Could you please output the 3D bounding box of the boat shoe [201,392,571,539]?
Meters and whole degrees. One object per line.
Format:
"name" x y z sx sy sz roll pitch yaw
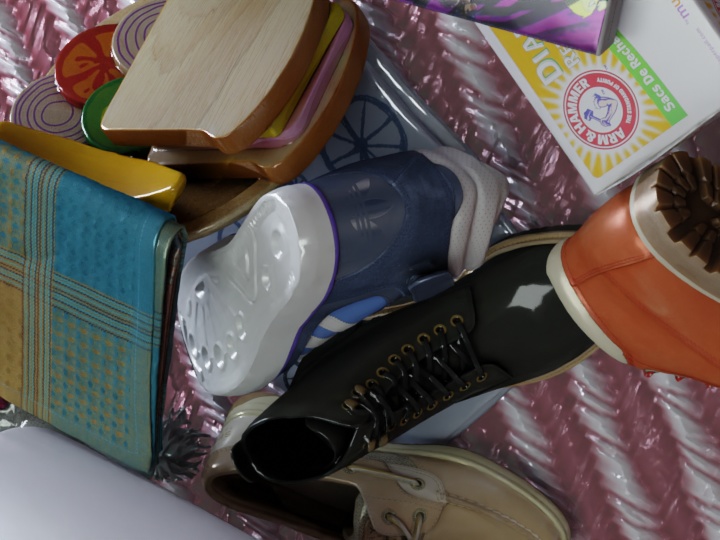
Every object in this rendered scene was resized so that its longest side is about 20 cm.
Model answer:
"boat shoe" 0.013 0.129 1.462 0.199 0.065 0.072 20 132 5

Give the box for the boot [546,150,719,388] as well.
"boot" 0.184 0.030 1.339 0.200 0.075 0.107 39 137 -17

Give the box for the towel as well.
"towel" -0.174 0.004 1.398 0.199 0.022 0.147 24 123 28

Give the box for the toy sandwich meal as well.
"toy sandwich meal" -0.097 -0.093 1.402 0.204 0.206 0.070 3 144 28

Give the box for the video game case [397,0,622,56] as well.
"video game case" 0.037 -0.209 1.228 0.199 0.036 0.182 17 112 12

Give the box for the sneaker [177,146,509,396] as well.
"sneaker" 0.000 0.000 1.398 0.200 0.146 0.081 -47 59 60

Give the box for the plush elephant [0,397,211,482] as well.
"plush elephant" -0.193 0.060 1.522 0.199 0.165 0.156 -10 118 2

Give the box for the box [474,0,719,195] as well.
"box" 0.113 -0.154 1.307 0.101 0.112 0.200 -35 90 32

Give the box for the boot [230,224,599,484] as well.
"boot" 0.040 0.052 1.380 0.199 0.138 0.078 -26 99 30

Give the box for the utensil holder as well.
"utensil holder" -0.123 0.187 1.376 0.199 0.169 0.171 26 118 36

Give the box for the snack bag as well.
"snack bag" 0.009 0.003 1.468 0.200 0.021 0.189 47 121 1
